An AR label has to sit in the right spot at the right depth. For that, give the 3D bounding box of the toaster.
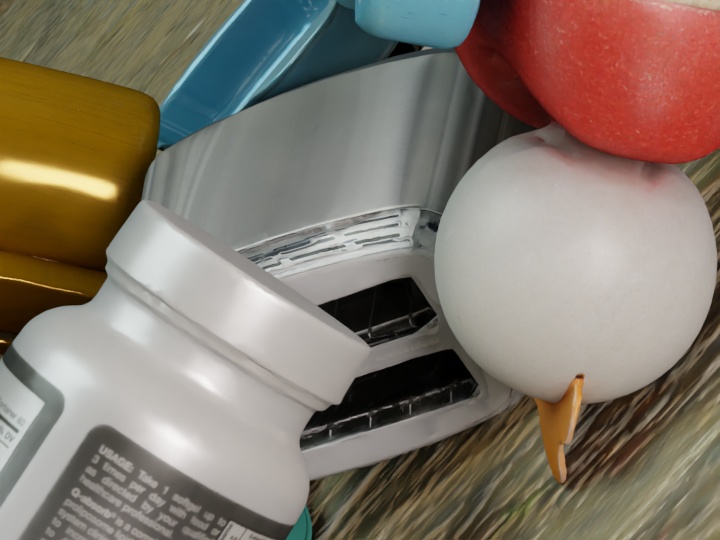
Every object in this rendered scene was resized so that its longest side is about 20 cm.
[{"bbox_3d":[0.000,0.000,1.056,0.200,0.114,0.129,-17,32,22],"label":"toaster"}]

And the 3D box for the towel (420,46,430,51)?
[{"bbox_3d":[0.065,-0.097,1.166,0.200,0.032,0.191,-41,-3,32],"label":"towel"}]

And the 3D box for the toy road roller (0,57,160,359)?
[{"bbox_3d":[-0.143,0.002,1.164,0.200,0.123,0.146,-94,19,-56],"label":"toy road roller"}]

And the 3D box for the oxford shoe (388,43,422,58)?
[{"bbox_3d":[0.026,-0.110,1.293,0.200,0.071,0.073,-54,7,-25],"label":"oxford shoe"}]

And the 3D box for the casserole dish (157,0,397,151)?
[{"bbox_3d":[-0.034,-0.088,1.194,0.121,0.039,0.200,-51,13,-4],"label":"casserole dish"}]

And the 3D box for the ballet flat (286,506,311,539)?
[{"bbox_3d":[-0.058,0.092,1.120,0.068,0.068,0.200,-59,16,23],"label":"ballet flat"}]

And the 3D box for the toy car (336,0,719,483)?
[{"bbox_3d":[0.074,-0.031,0.937,0.177,0.184,0.200,-119,40,-77],"label":"toy car"}]

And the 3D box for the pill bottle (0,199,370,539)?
[{"bbox_3d":[-0.089,0.085,0.938,0.200,0.116,0.116,-56,15,1],"label":"pill bottle"}]
